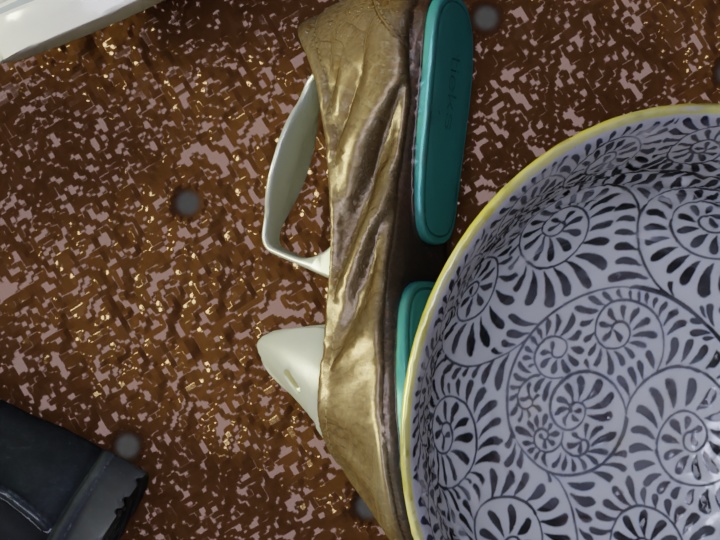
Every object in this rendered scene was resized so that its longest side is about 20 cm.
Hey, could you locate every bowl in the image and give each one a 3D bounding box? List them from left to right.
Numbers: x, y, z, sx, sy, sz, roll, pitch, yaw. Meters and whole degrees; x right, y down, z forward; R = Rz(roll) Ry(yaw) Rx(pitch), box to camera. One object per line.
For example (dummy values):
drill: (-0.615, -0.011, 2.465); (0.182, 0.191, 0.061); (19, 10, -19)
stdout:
bowl: (0.091, 0.046, 0.861); (0.200, 0.094, 0.202); (-1, 94, -19)

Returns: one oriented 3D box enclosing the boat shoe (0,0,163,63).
boat shoe: (-0.050, -0.143, 0.910); (0.199, 0.072, 0.069); (-31, 94, 2)

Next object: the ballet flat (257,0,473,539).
ballet flat: (0.000, 0.000, 0.907); (0.072, 0.068, 0.201); (-3, 84, 25)

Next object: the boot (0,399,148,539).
boot: (-0.196, 0.085, 0.892); (0.199, 0.066, 0.165); (29, 56, 4)
